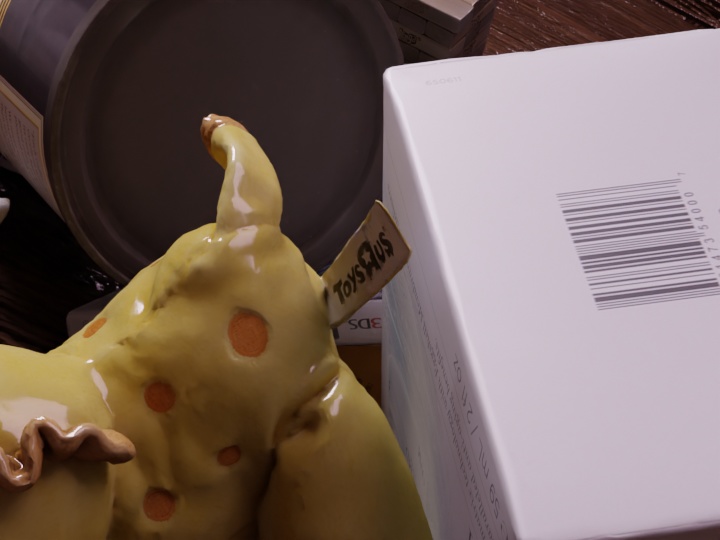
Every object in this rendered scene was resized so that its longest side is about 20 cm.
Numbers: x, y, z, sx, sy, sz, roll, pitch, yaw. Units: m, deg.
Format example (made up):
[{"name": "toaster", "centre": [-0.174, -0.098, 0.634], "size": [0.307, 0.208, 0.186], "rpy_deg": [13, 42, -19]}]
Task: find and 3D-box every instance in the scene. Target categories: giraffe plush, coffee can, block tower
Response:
[{"name": "giraffe plush", "centre": [-0.081, 0.063, 0.565], "size": [0.162, 0.200, 0.173], "rpy_deg": [-21, 58, -27]}, {"name": "coffee can", "centre": [-0.090, -0.088, 0.779], "size": [0.146, 0.147, 0.200], "rpy_deg": [20, 11, -34]}, {"name": "block tower", "centre": [0.028, -0.094, 1.064], "size": [0.058, 0.200, 0.054], "rpy_deg": [28, 45, 17]}]

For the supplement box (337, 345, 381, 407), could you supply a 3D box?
[{"name": "supplement box", "centre": [0.060, 0.088, 0.838], "size": [0.200, 0.067, 0.069], "rpy_deg": [31, 18, -4]}]

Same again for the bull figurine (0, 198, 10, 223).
[{"name": "bull figurine", "centre": [-0.209, -0.047, 0.748], "size": [0.121, 0.065, 0.200], "rpy_deg": [26, 18, -24]}]

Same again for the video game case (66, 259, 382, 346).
[{"name": "video game case", "centre": [0.000, 0.000, 0.823], "size": [0.181, 0.023, 0.200], "rpy_deg": [-4, 11, 29]}]

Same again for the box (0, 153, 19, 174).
[{"name": "box", "centre": [-0.129, -0.147, 0.925], "size": [0.175, 0.200, 0.097], "rpy_deg": [23, 18, -26]}]

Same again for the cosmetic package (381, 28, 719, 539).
[{"name": "cosmetic package", "centre": [0.079, 0.065, 0.603], "size": [0.122, 0.201, 0.200], "rpy_deg": [-8, 44, -6]}]
